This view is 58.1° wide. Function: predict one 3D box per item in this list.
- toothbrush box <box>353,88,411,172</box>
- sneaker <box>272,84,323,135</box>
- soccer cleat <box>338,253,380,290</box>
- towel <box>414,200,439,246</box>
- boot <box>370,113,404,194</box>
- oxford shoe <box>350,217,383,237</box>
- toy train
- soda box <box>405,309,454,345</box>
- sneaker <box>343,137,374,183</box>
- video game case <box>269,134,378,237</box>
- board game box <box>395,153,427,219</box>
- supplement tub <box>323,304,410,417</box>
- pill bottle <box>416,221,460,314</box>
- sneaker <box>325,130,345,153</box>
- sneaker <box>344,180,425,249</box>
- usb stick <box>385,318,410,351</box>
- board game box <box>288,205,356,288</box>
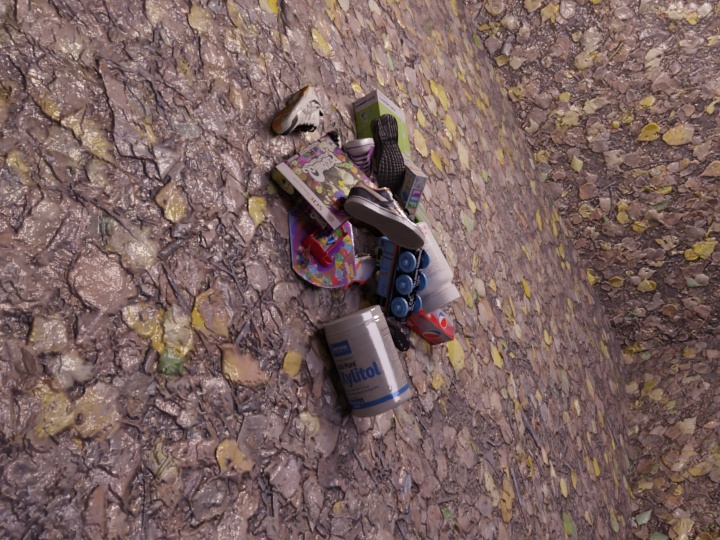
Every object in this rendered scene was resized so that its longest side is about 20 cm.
[{"bbox_3d":[0.064,-0.369,1.782,0.145,0.086,0.202,23,55,-51],"label":"toothbrush box"},{"bbox_3d":[-0.130,-0.344,1.459,0.088,0.075,0.201,55,34,-24],"label":"sneaker"},{"bbox_3d":[0.000,0.000,1.497,0.199,0.068,0.074,-8,97,-60],"label":"soccer cleat"},{"bbox_3d":[0.140,-0.160,1.704,0.149,0.031,0.201,46,20,-39],"label":"towel"},{"bbox_3d":[0.062,-0.285,1.613,0.131,0.067,0.202,-163,-110,-80],"label":"boot"},{"bbox_3d":[0.042,-0.139,1.633,0.199,0.070,0.075,24,47,-54],"label":"oxford shoe"},{"bbox_3d":[0.089,0.018,1.486,0.086,0.114,0.202,-11,116,-50],"label":"toy train"},{"bbox_3d":[0.169,0.125,1.686,0.200,0.070,0.064,38,44,-44],"label":"soda box"},{"bbox_3d":[0.008,-0.254,1.584,0.200,0.072,0.116,25,54,-85],"label":"sneaker"},{"bbox_3d":[-0.073,-0.189,1.405,0.181,0.036,0.200,47,45,0],"label":"video game case"},{"bbox_3d":[0.099,-0.208,1.623,0.034,0.136,0.200,8,25,-21],"label":"board game box"},{"bbox_3d":[0.014,0.186,1.334,0.132,0.131,0.202,-21,90,-60],"label":"supplement tub"},{"bbox_3d":[0.152,-0.004,1.556,0.113,0.113,0.201,-14,75,-60],"label":"pill bottle"},{"bbox_3d":[-0.054,-0.230,1.535,0.090,0.066,0.202,29,50,-57],"label":"sneaker"},{"bbox_3d":[0.062,-0.124,1.389,0.199,0.078,0.080,31,54,-20],"label":"sneaker"},{"bbox_3d":[0.060,0.132,1.423,0.056,0.032,0.200,64,-11,-14],"label":"usb stick"},{"bbox_3d":[-0.070,-0.063,1.369,0.157,0.039,0.202,9,63,-31],"label":"board game box"}]
